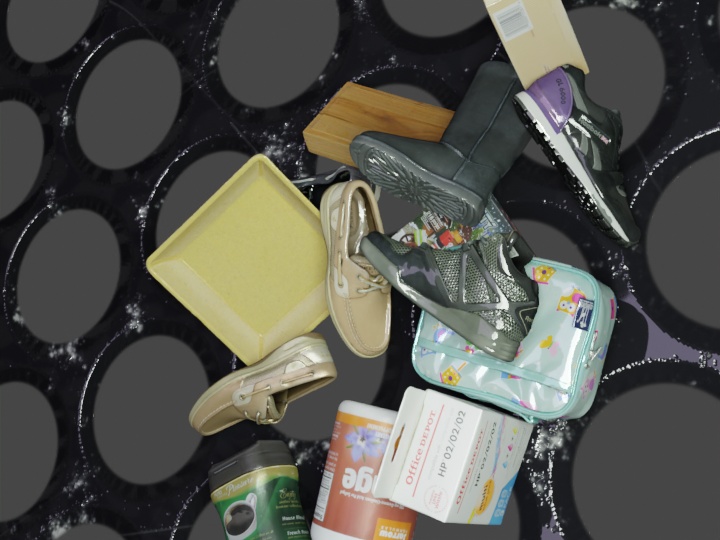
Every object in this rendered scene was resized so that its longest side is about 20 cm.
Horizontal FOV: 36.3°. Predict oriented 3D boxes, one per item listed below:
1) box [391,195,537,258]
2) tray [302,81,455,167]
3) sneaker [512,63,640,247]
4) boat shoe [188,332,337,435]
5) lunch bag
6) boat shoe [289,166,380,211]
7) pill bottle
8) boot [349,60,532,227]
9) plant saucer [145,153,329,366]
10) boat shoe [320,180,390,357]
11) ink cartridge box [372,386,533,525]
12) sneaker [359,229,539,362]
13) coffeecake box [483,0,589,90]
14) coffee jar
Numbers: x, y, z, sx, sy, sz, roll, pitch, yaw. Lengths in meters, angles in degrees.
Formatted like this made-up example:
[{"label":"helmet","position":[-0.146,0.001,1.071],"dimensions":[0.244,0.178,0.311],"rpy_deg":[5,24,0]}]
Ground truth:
[{"label":"box","position":[0.129,0.009,1.223],"dimensions":[0.136,0.038,0.201],"rpy_deg":[-39,63,15]},{"label":"tray","position":[0.040,-0.158,1.288],"dimensions":[0.199,0.037,0.099],"rpy_deg":[21,58,30]},{"label":"sneaker","position":[0.249,-0.122,1.144],"dimensions":[0.087,0.076,0.201],"rpy_deg":[-34,92,1]},{"label":"boat shoe","position":[-0.118,0.149,1.305],"dimensions":[0.199,0.071,0.065],"rpy_deg":[-34,64,16]},{"label":"lunch bag","position":[0.157,0.067,1.127],"dimensions":[0.198,0.077,0.162],"rpy_deg":[14,84,31]},{"label":"boat shoe","position":[-0.075,-0.089,1.344],"dimensions":[0.198,0.063,0.073],"rpy_deg":[-13,72,26]},{"label":"pill bottle","position":[0.009,0.250,1.188],"dimensions":[0.111,0.112,0.202],"rpy_deg":[9,83,30]},{"label":"boot","position":[0.103,-0.161,1.201],"dimensions":[0.164,0.066,0.201],"rpy_deg":[30,64,6]},{"label":"plant saucer","position":[-0.118,-0.011,1.310],"dimensions":[0.200,0.049,0.200],"rpy_deg":[-41,105,13]},{"label":"boat shoe","position":[0.000,0.000,1.238],"dimensions":[0.064,0.071,0.202],"rpy_deg":[-4,98,64]},{"label":"ink cartridge box","position":[0.097,0.189,1.103],"dimensions":[0.067,0.200,0.116],"rpy_deg":[17,86,30]},{"label":"sneaker","position":[0.096,-0.006,1.092],"dimensions":[0.199,0.076,0.115],"rpy_deg":[33,93,28]},{"label":"coffeecake box","position":[0.164,-0.312,1.185],"dimensions":[0.073,0.154,0.201],"rpy_deg":[-25,51,13]},{"label":"coffee jar","position":[-0.106,0.300,1.252],"dimensions":[0.104,0.085,0.202],"rpy_deg":[-31,65,30]}]
